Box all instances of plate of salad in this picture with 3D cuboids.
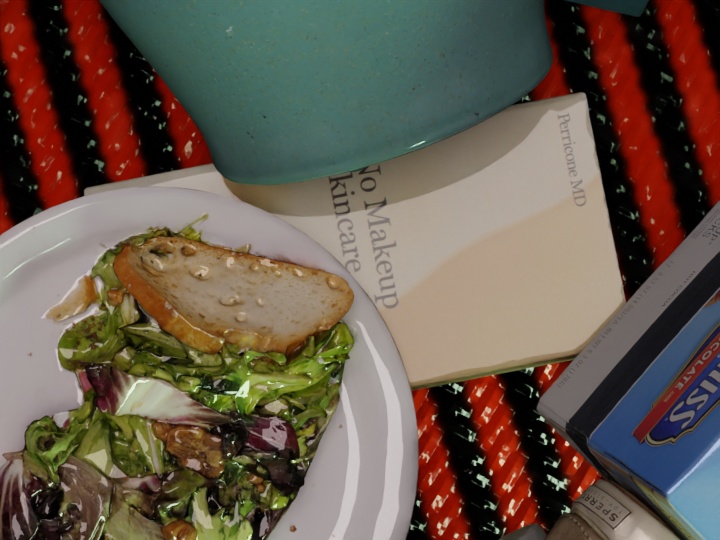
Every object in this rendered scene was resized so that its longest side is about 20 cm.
[{"bbox_3d":[-0.072,0.070,0.866,0.199,0.048,0.201,0,91,-15],"label":"plate of salad"}]

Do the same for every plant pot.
[{"bbox_3d":[-0.018,-0.141,0.867,0.199,0.200,0.188,-20,107,0],"label":"plant pot"}]

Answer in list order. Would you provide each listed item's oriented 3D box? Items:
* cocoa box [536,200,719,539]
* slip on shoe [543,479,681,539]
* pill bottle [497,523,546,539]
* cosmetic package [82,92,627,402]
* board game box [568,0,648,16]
[{"bbox_3d":[0.190,0.080,0.869,0.133,0.131,0.200,-46,109,-2],"label":"cocoa box"},{"bbox_3d":[0.131,0.159,0.853,0.061,0.076,0.200,-47,115,-6],"label":"slip on shoe"},{"bbox_3d":[0.082,0.204,0.905,0.114,0.114,0.200,-31,86,0],"label":"pill bottle"},{"bbox_3d":[0.000,0.000,0.941,0.199,0.071,0.106,-12,87,1],"label":"cosmetic package"},{"bbox_3d":[0.109,-0.187,0.885,0.047,0.200,0.151,14,87,3],"label":"board game box"}]
